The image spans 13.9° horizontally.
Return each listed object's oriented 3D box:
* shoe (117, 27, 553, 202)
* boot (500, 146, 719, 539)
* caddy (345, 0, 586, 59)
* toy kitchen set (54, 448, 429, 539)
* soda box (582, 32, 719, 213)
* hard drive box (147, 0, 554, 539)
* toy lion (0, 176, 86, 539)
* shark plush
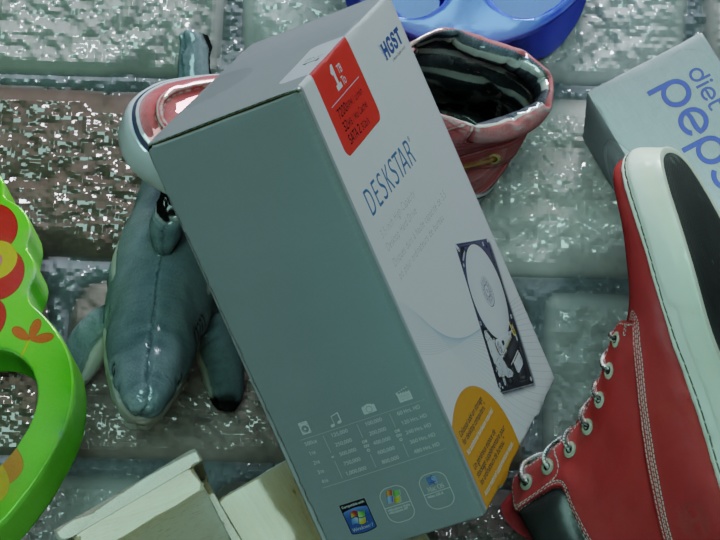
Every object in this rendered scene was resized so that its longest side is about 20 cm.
[{"bbox_3d":[-0.009,-0.076,1.399,0.199,0.091,0.072,4,59,-26],"label":"shoe"},{"bbox_3d":[0.115,0.052,1.378,0.144,0.072,0.201,-17,84,29],"label":"boot"},{"bbox_3d":[0.052,-0.197,1.468,0.141,0.105,0.201,0,72,0],"label":"caddy"},{"bbox_3d":[-0.046,0.184,1.319,0.200,0.163,0.181,-29,74,-7],"label":"toy kitchen set"},{"bbox_3d":[0.184,-0.009,1.428,0.068,0.063,0.200,-27,74,-7],"label":"soda box"},{"bbox_3d":[0.000,0.000,1.295,0.077,0.156,0.200,-19,105,21],"label":"hard drive box"},{"bbox_3d":[-0.213,0.038,1.414,0.200,0.069,0.192,25,68,22],"label":"toy lion"},{"bbox_3d":[-0.082,-0.016,1.425,0.091,0.083,0.201,18,74,7],"label":"shark plush"}]
